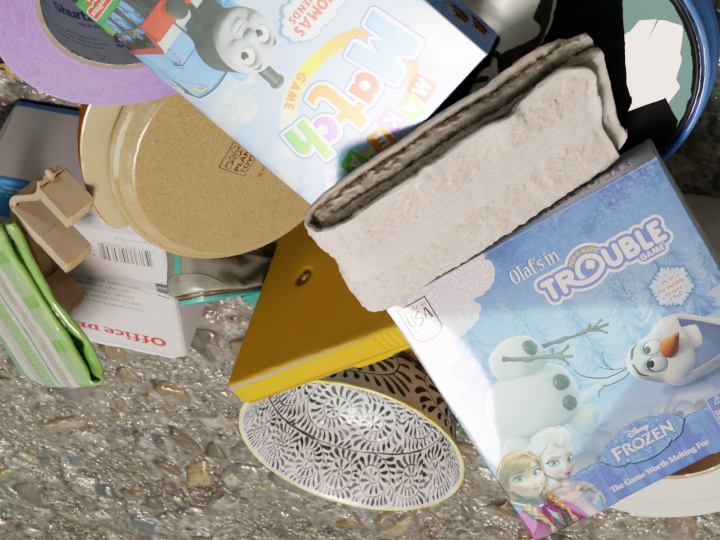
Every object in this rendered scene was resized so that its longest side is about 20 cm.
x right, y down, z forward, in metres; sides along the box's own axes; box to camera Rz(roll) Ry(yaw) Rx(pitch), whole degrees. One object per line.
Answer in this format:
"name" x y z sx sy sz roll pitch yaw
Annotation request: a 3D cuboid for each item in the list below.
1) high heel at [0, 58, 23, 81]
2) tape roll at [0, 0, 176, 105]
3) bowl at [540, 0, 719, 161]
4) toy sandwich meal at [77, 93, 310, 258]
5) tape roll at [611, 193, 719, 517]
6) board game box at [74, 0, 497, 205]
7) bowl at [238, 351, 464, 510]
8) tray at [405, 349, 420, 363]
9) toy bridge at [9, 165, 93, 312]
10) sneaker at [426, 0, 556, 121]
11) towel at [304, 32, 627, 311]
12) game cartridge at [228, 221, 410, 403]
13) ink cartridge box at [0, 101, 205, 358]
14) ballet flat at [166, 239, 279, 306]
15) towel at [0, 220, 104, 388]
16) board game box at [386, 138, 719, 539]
"high heel" -0.295 -0.150 1.237 0.071 0.143 0.200 -19 132 41
"tape roll" -0.141 -0.197 1.089 0.198 0.066 0.201 -16 143 -12
"bowl" 0.126 -0.134 1.117 0.199 0.039 0.202 5 125 7
"toy sandwich meal" -0.104 -0.095 1.262 0.204 0.070 0.206 -15 129 -19
"tape roll" 0.224 0.064 1.280 0.201 0.140 0.204 3 134 3
"board game box" -0.044 -0.145 1.018 0.200 0.037 0.151 39 121 -8
"bowl" 0.002 0.115 1.521 0.199 0.095 0.201 11 146 8
"tray" 0.112 0.031 1.411 0.098 0.037 0.199 38 141 -27
"toy bridge" -0.231 -0.031 1.306 0.067 0.027 0.200 45 157 10
"sneaker" 0.061 -0.114 1.070 0.073 0.080 0.201 24 123 -3
"towel" 0.068 -0.053 1.057 0.199 0.035 0.133 -34 151 0
"game cartridge" 0.000 0.000 1.290 0.199 0.177 0.032 -19 131 41
"ink cartridge box" -0.206 -0.030 1.417 0.145 0.086 0.201 11 146 10
"ballet flat" -0.086 -0.005 1.399 0.067 0.064 0.200 -11 173 27
"towel" -0.265 0.026 1.394 0.150 0.031 0.200 59 158 -12
"board game box" 0.151 0.050 1.148 0.199 0.043 0.200 -30 106 14
